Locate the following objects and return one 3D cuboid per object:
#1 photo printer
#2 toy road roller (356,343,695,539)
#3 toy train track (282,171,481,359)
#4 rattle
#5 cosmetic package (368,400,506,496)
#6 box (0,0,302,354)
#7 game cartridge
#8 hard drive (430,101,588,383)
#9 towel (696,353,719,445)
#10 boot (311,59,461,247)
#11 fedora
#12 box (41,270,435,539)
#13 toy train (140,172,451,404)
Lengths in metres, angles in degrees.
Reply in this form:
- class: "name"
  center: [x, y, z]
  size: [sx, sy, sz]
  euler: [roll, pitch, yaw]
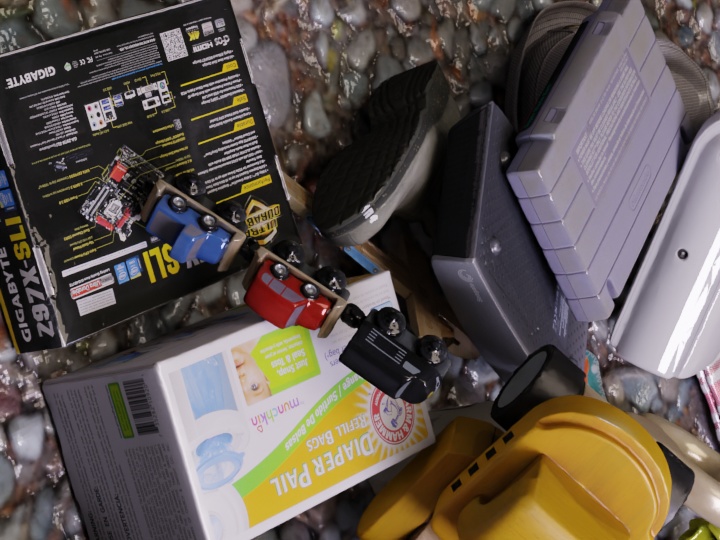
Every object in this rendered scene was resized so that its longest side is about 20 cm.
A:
- class: "photo printer"
  center: [0.257, -0.028, 1.458]
  size: [0.202, 0.069, 0.166]
  euler: [-68, 164, 10]
- class: "toy road roller"
  center: [0.090, 0.154, 1.160]
  size: [0.123, 0.200, 0.146]
  euler: [41, 25, -7]
- class: "toy train track"
  center: [0.000, 0.000, 1.288]
  size: [0.200, 0.032, 0.115]
  euler: [39, 23, -26]
- class: "rattle"
  center: [0.197, 0.164, 1.481]
  size: [0.199, 0.143, 0.131]
  euler: [28, 30, -24]
- class: "cosmetic package"
  center: [0.100, 0.193, 1.318]
  size: [0.087, 0.103, 0.201]
  euler: [-41, 111, -44]
- class: "box"
  center: [-0.133, -0.060, 1.150]
  size: [0.199, 0.049, 0.161]
  euler: [-25, 103, -45]
- class: "game cartridge"
  center: [0.161, -0.080, 1.341]
  size: [0.130, 0.038, 0.201]
  euler: [58, 43, -27]
- class: "hard drive"
  center: [0.101, -0.001, 1.316]
  size: [0.200, 0.042, 0.136]
  euler: [53, 38, -49]
- class: "towel"
  center: [0.301, 0.044, 1.619]
  size: [0.146, 0.030, 0.202]
  euler: [-30, 103, -46]
- class: "boot"
  center: [0.045, -0.040, 1.304]
  size: [0.131, 0.067, 0.200]
  euler: [60, 31, -21]
- class: "fedora"
  center: [0.195, -0.117, 1.484]
  size: [0.199, 0.090, 0.179]
  euler: [-2, 85, -47]
- class: "box"
  center: [-0.064, 0.082, 1.160]
  size: [0.199, 0.101, 0.114]
  euler: [-23, 98, -47]
- class: "toy train"
  center: [-0.041, 0.011, 1.112]
  size: [0.199, 0.034, 0.046]
  euler: [34, 48, 2]
